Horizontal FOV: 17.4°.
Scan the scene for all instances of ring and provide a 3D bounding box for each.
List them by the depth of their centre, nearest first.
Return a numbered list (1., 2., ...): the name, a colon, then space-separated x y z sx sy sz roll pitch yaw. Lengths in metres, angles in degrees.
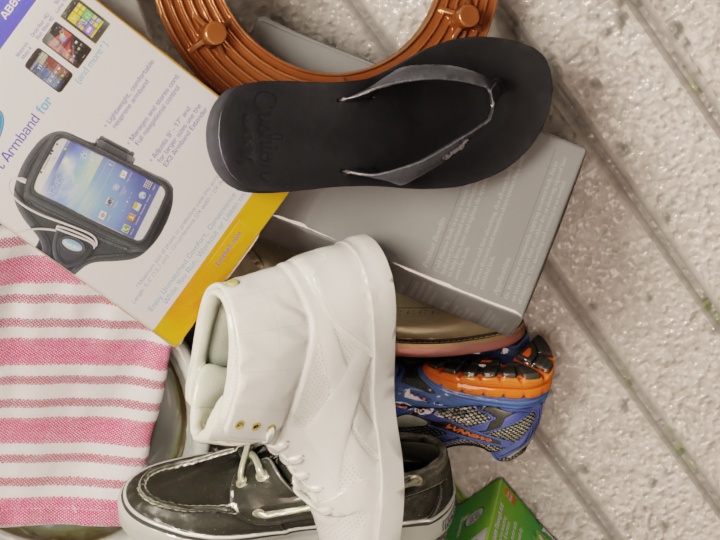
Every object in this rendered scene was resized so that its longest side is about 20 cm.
1. ring: -0.016 -0.170 1.246 0.199 0.019 0.202 1 86 -19

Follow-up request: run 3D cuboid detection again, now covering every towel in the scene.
1. towel: -0.173 0.064 1.337 0.146 0.030 0.201 -2 120 -33

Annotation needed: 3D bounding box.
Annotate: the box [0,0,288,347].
1. box: -0.136 -0.064 1.192 0.200 0.041 0.119 38 87 -27

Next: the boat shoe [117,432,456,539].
1. boat shoe: -0.045 0.119 1.358 0.199 0.071 0.064 -4 135 4

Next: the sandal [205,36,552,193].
1. sandal: 0.019 -0.074 1.216 0.199 0.043 0.077 -14 95 -27

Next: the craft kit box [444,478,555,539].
1. craft kit box: 0.117 0.248 1.370 0.048 0.200 0.198 -33 104 23

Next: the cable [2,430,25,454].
1. cable: -0.261 0.057 1.379 0.162 0.051 0.201 24 123 2

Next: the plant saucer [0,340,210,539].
1. plant saucer: -0.184 0.078 1.431 0.199 0.050 0.201 3 113 8

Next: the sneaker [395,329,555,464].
1. sneaker: 0.014 0.079 1.386 0.199 0.075 0.079 4 118 10

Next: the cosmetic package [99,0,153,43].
1. cosmetic package: -0.239 -0.154 1.235 0.199 0.165 0.166 -24 111 -17

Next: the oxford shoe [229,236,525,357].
1. oxford shoe: 0.000 0.000 1.356 0.199 0.070 0.075 10 109 4

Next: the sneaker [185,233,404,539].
1. sneaker: -0.040 0.086 1.248 0.115 0.074 0.201 -15 114 -27

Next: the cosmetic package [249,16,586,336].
1. cosmetic package: 0.014 -0.050 1.302 0.199 0.090 0.107 23 81 3
